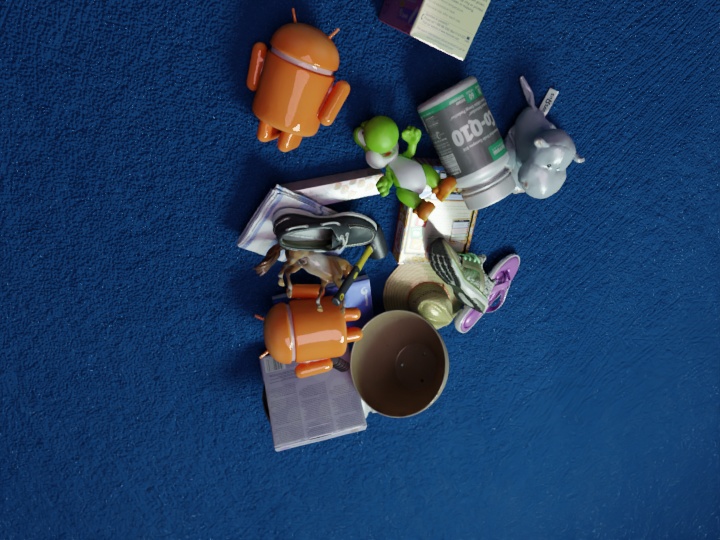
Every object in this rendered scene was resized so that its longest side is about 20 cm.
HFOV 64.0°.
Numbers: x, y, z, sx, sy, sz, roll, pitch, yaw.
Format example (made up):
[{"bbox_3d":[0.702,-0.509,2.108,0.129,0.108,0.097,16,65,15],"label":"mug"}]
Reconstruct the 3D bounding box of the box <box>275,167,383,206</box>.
[{"bbox_3d":[-0.053,-0.147,1.042,0.196,0.042,0.039,-13,122,-9],"label":"box"}]

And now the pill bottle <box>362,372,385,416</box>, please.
[{"bbox_3d":[-0.047,0.274,1.236,0.196,0.114,0.116,-12,121,-9],"label":"pill bottle"}]

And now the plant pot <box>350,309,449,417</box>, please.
[{"bbox_3d":[0.095,0.190,1.161,0.200,0.201,0.134,-42,155,11],"label":"plant pot"}]

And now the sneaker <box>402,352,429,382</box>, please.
[{"bbox_3d":[0.121,0.248,1.283,0.075,0.089,0.204,-5,120,-12],"label":"sneaker"}]

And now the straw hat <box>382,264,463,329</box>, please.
[{"bbox_3d":[0.146,0.073,1.193,0.197,0.085,0.205,-7,120,-12],"label":"straw hat"}]

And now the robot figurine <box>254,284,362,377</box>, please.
[{"bbox_3d":[-0.098,0.110,1.092,0.196,0.117,0.146,-7,125,-12],"label":"robot figurine"}]

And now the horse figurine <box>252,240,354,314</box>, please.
[{"bbox_3d":[-0.090,-0.001,1.037,0.197,0.135,0.050,25,139,-24],"label":"horse figurine"}]

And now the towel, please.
[{"bbox_3d":[-0.110,-0.065,1.050,0.198,0.024,0.147,21,124,-35],"label":"towel"}]

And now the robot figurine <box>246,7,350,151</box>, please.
[{"bbox_3d":[-0.100,-0.292,0.903,0.115,0.144,0.203,1,121,-41],"label":"robot figurine"}]

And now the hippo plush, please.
[{"bbox_3d":[0.342,-0.212,1.043,0.156,0.162,0.203,12,115,-21],"label":"hippo plush"}]

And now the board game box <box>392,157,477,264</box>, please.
[{"bbox_3d":[0.150,-0.111,1.114,0.148,0.047,0.204,0,118,-16],"label":"board game box"}]

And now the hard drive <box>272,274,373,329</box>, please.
[{"bbox_3d":[-0.072,0.091,1.178,0.196,0.025,0.134,-13,121,-8],"label":"hard drive"}]

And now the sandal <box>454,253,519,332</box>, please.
[{"bbox_3d":[0.281,0.057,1.222,0.204,0.050,0.082,-51,142,2],"label":"sandal"}]

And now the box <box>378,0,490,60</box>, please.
[{"bbox_3d":[0.125,-0.440,0.846,0.095,0.177,0.203,15,114,-23],"label":"box"}]

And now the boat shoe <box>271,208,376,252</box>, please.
[{"bbox_3d":[-0.058,-0.061,1.012,0.196,0.061,0.076,0,134,-20],"label":"boat shoe"}]

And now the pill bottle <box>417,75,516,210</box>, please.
[{"bbox_3d":[0.187,-0.216,0.994,0.112,0.113,0.203,-28,103,2],"label":"pill bottle"}]

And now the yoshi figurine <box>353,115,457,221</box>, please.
[{"bbox_3d":[0.067,-0.185,0.976,0.200,0.112,0.112,44,128,4],"label":"yoshi figurine"}]

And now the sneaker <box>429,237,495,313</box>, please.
[{"bbox_3d":[0.204,-0.007,1.128,0.089,0.076,0.200,-51,127,-15],"label":"sneaker"}]

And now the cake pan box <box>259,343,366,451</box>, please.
[{"bbox_3d":[-0.100,0.247,1.155,0.196,0.187,0.053,-12,154,-9],"label":"cake pan box"}]

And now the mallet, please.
[{"bbox_3d":[0.000,0.000,1.068,0.040,0.202,0.066,1,136,31],"label":"mallet"}]
